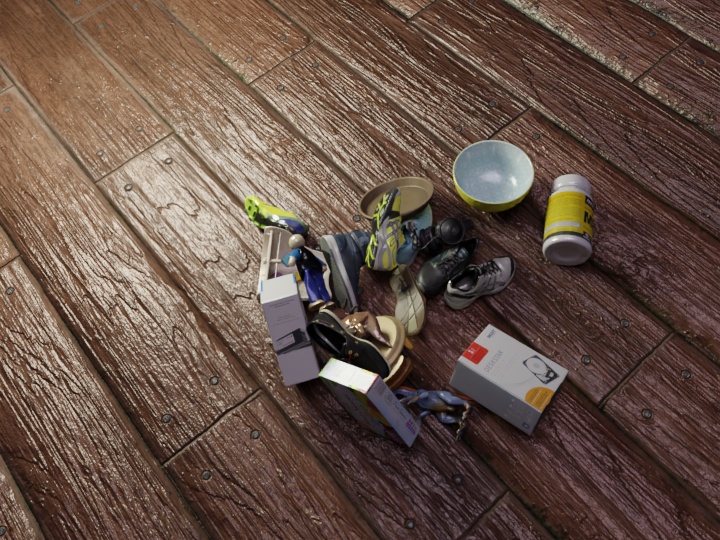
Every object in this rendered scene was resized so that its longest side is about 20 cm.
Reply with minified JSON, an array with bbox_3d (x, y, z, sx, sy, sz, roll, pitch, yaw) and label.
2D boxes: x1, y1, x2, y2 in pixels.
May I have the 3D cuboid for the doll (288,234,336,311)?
[{"bbox_3d":[-0.122,-0.001,1.627,0.048,0.136,0.201,-35,61,26],"label":"doll"}]

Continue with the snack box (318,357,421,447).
[{"bbox_3d":[0.020,0.269,1.425,0.142,0.201,0.053,13,57,46],"label":"snack box"}]

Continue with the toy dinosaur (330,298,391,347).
[{"bbox_3d":[-0.015,0.121,1.552,0.198,0.086,0.136,-2,33,31],"label":"toy dinosaur"}]

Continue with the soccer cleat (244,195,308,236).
[{"bbox_3d":[-0.218,-0.135,1.806,0.199,0.065,0.083,33,38,27],"label":"soccer cleat"}]

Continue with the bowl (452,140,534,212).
[{"bbox_3d":[0.330,-0.216,1.762,0.198,0.108,0.202,-2,58,4],"label":"bowl"}]

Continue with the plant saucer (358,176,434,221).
[{"bbox_3d":[0.092,-0.176,1.766,0.198,0.030,0.201,-14,34,9],"label":"plant saucer"}]

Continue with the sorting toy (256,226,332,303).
[{"bbox_3d":[-0.154,0.011,1.686,0.178,0.107,0.201,7,53,-7],"label":"sorting toy"}]

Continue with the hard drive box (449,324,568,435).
[{"bbox_3d":[0.315,0.228,1.487,0.199,0.077,0.156,30,42,21],"label":"hard drive box"}]

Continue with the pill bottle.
[{"bbox_3d":[0.502,-0.124,1.687,0.113,0.115,0.202,7,61,10],"label":"pill bottle"}]

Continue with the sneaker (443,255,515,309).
[{"bbox_3d":[0.286,0.017,1.640,0.199,0.088,0.076,-32,60,-15],"label":"sneaker"}]

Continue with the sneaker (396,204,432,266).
[{"bbox_3d":[0.131,-0.104,1.729,0.073,0.082,0.201,13,61,12],"label":"sneaker"}]

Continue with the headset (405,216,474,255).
[{"bbox_3d":[0.184,-0.095,1.666,0.199,0.123,0.095,-22,89,-45],"label":"headset"}]

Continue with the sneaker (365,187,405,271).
[{"bbox_3d":[0.069,-0.095,1.654,0.076,0.075,0.202,15,86,-18],"label":"sneaker"}]

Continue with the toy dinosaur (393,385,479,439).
[{"bbox_3d":[0.150,0.292,1.518,0.181,0.106,0.199,27,31,30],"label":"toy dinosaur"}]

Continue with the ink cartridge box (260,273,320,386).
[{"bbox_3d":[-0.154,0.127,1.528,0.083,0.202,0.145,-15,19,-4],"label":"ink cartridge box"}]

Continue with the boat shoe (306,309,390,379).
[{"bbox_3d":[-0.027,0.165,1.453,0.201,0.074,0.063,39,34,6],"label":"boat shoe"}]

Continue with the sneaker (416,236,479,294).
[{"bbox_3d":[0.206,-0.020,1.647,0.076,0.079,0.200,48,58,3],"label":"sneaker"}]

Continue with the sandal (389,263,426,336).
[{"bbox_3d":[0.119,0.070,1.643,0.080,0.054,0.201,-36,42,22],"label":"sandal"}]

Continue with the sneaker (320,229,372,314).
[{"bbox_3d":[0.000,-0.001,1.684,0.145,0.077,0.204,-12,81,-27],"label":"sneaker"}]

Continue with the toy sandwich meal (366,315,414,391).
[{"bbox_3d":[0.034,0.189,1.560,0.204,0.070,0.206,-26,35,20],"label":"toy sandwich meal"}]
